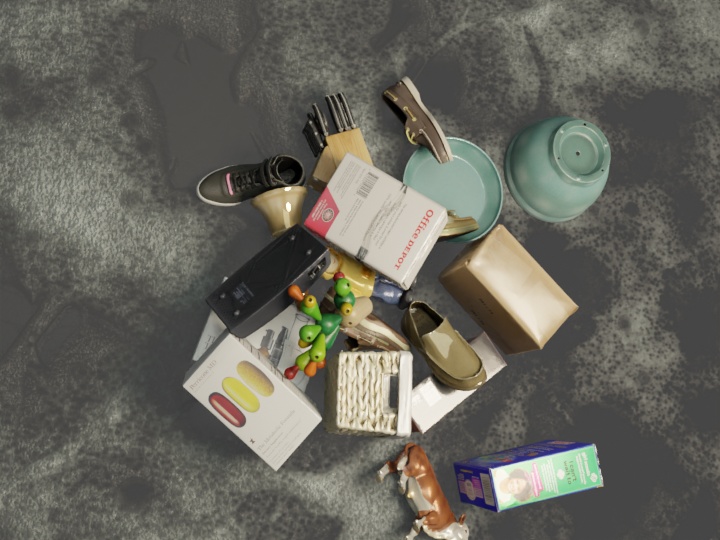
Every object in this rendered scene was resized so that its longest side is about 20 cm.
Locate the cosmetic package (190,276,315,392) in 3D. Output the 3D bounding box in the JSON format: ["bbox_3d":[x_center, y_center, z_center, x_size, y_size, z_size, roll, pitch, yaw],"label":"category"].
[{"bbox_3d":[-0.169,0.120,1.534,0.197,0.052,0.153,23,72,-10],"label":"cosmetic package"}]

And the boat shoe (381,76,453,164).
[{"bbox_3d":[0.104,-0.266,1.649,0.059,0.072,0.202,-27,64,-2],"label":"boat shoe"}]

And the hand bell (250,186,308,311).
[{"bbox_3d":[-0.118,-0.031,1.543,0.102,0.104,0.203,-10,80,-16],"label":"hand bell"}]

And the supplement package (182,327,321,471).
[{"bbox_3d":[-0.173,0.199,1.439,0.200,0.110,0.114,43,87,-9],"label":"supplement package"}]

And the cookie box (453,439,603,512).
[{"bbox_3d":[0.284,0.348,1.548,0.197,0.171,0.077,-10,84,-16],"label":"cookie box"}]

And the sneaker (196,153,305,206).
[{"bbox_3d":[-0.183,-0.161,1.558,0.197,0.099,0.072,-9,83,-15],"label":"sneaker"}]

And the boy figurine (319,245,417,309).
[{"bbox_3d":[0.000,0.000,1.596,0.197,0.064,0.126,21,77,-14],"label":"boy figurine"}]

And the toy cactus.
[{"bbox_3d":[-0.049,0.077,1.432,0.102,0.202,0.164,34,34,26],"label":"toy cactus"}]

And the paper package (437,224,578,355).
[{"bbox_3d":[0.252,0.038,1.588,0.103,0.191,0.200,-44,92,-14],"label":"paper package"}]

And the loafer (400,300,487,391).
[{"bbox_3d":[0.136,0.126,1.539,0.076,0.068,0.200,-37,55,-19],"label":"loafer"}]

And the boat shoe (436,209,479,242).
[{"bbox_3d":[0.116,-0.083,1.598,0.197,0.073,0.064,-6,83,-19],"label":"boat shoe"}]

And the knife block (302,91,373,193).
[{"bbox_3d":[-0.018,-0.214,1.630,0.198,0.064,0.178,27,75,-9],"label":"knife block"}]

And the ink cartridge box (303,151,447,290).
[{"bbox_3d":[0.029,-0.081,1.516,0.198,0.084,0.146,31,86,14],"label":"ink cartridge box"}]

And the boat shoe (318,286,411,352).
[{"bbox_3d":[0.000,0.106,1.557,0.201,0.075,0.075,36,90,-29],"label":"boat shoe"}]

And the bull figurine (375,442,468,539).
[{"bbox_3d":[0.108,0.396,1.538,0.121,0.065,0.202,-15,74,-50],"label":"bull figurine"}]

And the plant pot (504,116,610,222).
[{"bbox_3d":[0.387,-0.204,1.701,0.197,0.134,0.204,3,79,-14],"label":"plant pot"}]

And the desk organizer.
[{"bbox_3d":[0.152,0.199,1.590,0.199,0.077,0.072,-36,89,-18],"label":"desk organizer"}]

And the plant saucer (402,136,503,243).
[{"bbox_3d":[0.168,-0.146,1.682,0.197,0.036,0.204,3,79,-14],"label":"plant saucer"}]

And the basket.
[{"bbox_3d":[0.008,0.207,1.491,0.121,0.200,0.138,3,78,-8],"label":"basket"}]

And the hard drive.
[{"bbox_3d":[-0.145,0.018,1.451,0.199,0.135,0.043,-40,126,-9],"label":"hard drive"}]
